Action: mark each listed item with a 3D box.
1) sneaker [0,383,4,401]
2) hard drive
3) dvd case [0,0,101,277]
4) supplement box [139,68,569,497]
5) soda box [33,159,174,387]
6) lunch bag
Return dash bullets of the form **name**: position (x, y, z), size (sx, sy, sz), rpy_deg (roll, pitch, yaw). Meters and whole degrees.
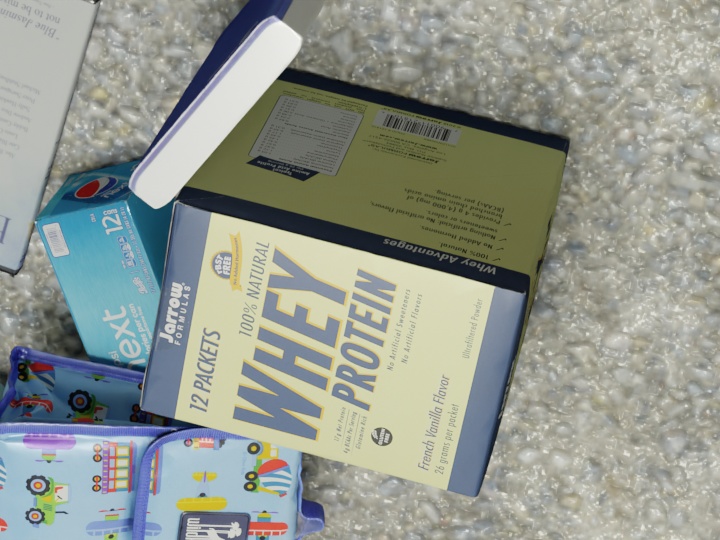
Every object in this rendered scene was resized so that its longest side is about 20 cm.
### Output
- **sneaker**: position (-0.211, 0.102, 1.725), size (0.082, 0.074, 0.200), rpy_deg (-36, 109, 8)
- **hard drive**: position (-0.057, -0.125, 1.495), size (0.025, 0.200, 0.132), rpy_deg (39, 118, -8)
- **dvd case**: position (-0.248, -0.105, 1.649), size (0.142, 0.018, 0.200), rpy_deg (20, 119, 0)
- **supplement box**: position (0.000, 0.000, 1.546), size (0.199, 0.200, 0.135), rpy_deg (14, 119, 5)
- **soda box**: position (-0.128, 0.037, 1.667), size (0.064, 0.068, 0.200), rpy_deg (-11, 114, 19)
- **lunch bag**: position (-0.120, 0.141, 1.642), size (0.199, 0.094, 0.151), rpy_deg (5, 118, 0)
